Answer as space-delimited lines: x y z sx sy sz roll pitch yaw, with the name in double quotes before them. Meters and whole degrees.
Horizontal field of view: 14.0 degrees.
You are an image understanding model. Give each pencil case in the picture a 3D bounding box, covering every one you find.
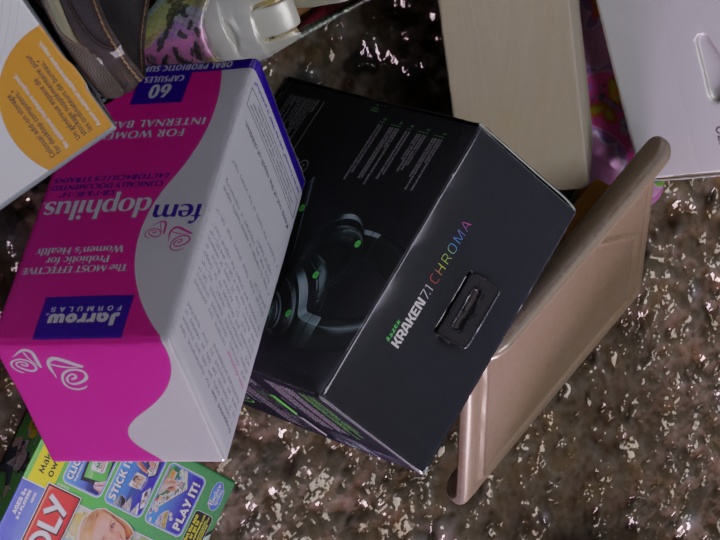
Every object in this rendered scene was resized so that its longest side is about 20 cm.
"pencil case" 0.126 -0.127 1.767 0.087 0.087 0.201 -31 117 -27

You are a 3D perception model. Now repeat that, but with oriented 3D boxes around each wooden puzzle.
"wooden puzzle" 0.109 0.028 1.719 0.185 0.037 0.200 -48 164 -24

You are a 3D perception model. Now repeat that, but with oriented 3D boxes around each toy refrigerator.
"toy refrigerator" 0.086 -0.149 1.677 0.076 0.070 0.201 -4 119 10

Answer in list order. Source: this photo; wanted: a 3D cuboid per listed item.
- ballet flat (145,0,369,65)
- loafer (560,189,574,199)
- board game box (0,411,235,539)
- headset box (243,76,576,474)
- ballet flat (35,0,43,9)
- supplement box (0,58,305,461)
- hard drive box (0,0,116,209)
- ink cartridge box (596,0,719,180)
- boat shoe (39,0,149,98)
"ballet flat" -0.038 -0.156 1.645 0.200 0.071 0.069 -31 119 -27
"loafer" 0.049 0.006 1.741 0.200 0.072 0.063 -38 122 -9
"board game box" -0.167 0.181 1.651 0.134 0.029 0.201 30 82 -37
"headset box" 0.000 0.000 1.626 0.093 0.200 0.175 39 76 -36
"ballet flat" -0.185 -0.153 1.544 0.067 0.068 0.201 -39 122 -31
"supplement box" -0.107 -0.006 1.540 0.104 0.101 0.201 69 26 -46
"hard drive box" -0.249 -0.083 1.462 0.200 0.077 0.156 -35 121 1
"ink cartridge box" 0.212 -0.164 1.762 0.200 0.083 0.146 -57 135 -55
"boat shoe" -0.130 -0.179 1.502 0.073 0.201 0.075 -22 146 12
